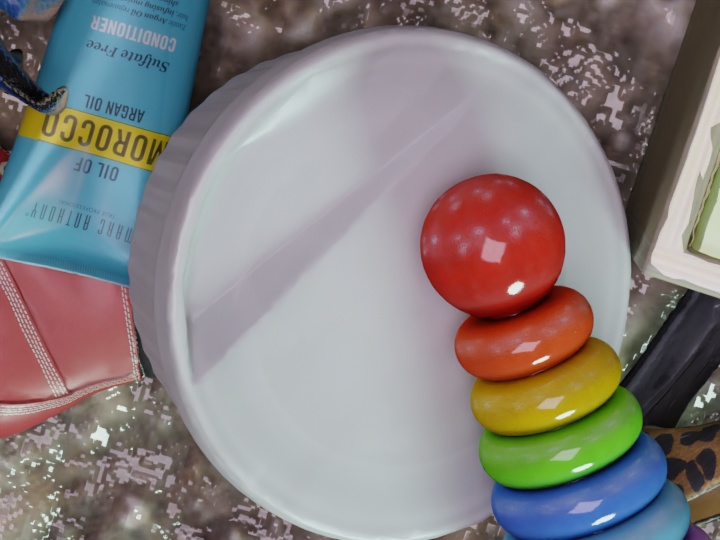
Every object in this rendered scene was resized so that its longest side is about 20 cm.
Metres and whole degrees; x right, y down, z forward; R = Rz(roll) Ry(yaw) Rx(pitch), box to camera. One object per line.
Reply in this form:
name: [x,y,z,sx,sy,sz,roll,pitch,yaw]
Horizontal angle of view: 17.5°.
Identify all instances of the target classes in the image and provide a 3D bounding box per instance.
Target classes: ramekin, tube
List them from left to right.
tube: [-0.094,-0.095,0.946,0.077,0.050,0.200,14,86,-10]
ramekin: [0.000,0.000,0.929,0.202,0.094,0.202,-5,103,-25]

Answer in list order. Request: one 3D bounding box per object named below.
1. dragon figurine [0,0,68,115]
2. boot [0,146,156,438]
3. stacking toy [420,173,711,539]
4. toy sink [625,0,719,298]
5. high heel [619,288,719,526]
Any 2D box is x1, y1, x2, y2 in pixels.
dragon figurine: [-0.172,-0.119,0.923,0.099,0.200,0.059,19,122,-30]
boot: [-0.140,-0.039,0.974,0.144,0.072,0.200,-20,97,-3]
stacking toy: [0.076,0.057,0.886,0.085,0.085,0.200,-18,103,4]
toy sink: [0.199,-0.080,0.932,0.130,0.112,0.200,19,99,-2]
high heel: [0.172,0.100,0.933,0.200,0.071,0.143,31,81,38]
